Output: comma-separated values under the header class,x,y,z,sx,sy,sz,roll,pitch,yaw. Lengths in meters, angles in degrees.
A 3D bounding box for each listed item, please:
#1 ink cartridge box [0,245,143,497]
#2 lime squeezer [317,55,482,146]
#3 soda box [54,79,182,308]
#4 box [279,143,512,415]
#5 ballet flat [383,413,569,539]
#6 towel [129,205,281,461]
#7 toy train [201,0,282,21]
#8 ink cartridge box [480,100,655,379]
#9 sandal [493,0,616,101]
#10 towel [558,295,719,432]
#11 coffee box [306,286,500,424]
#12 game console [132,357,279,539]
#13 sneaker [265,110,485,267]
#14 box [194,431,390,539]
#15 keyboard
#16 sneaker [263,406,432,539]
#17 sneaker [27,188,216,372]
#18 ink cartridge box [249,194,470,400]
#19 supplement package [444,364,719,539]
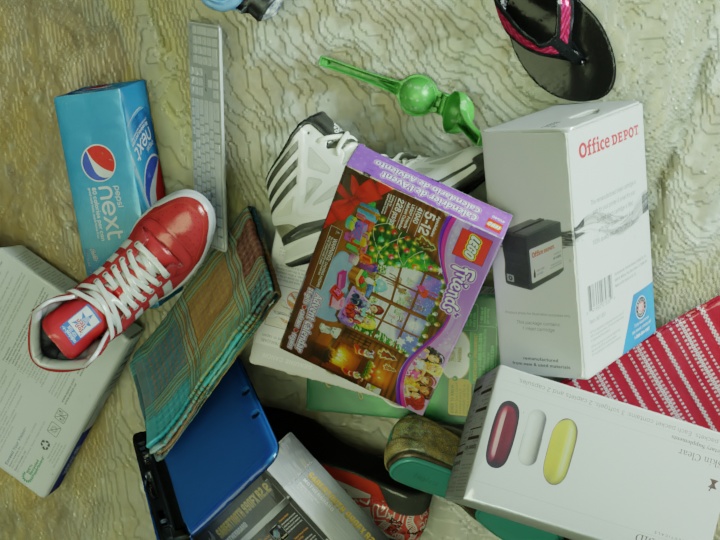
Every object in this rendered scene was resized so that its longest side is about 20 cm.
class,x,y,z,sx,sy,sz,roll,pitch,yaw
ink cartridge box,-0.334,0.083,1.611,0.199,0.043,0.197,35,111,7
lime squeezer,0.051,-0.141,1.435,0.199,0.070,0.038,32,127,38
soda box,-0.219,-0.067,1.527,0.067,0.064,0.202,-5,103,17
box,0.025,0.011,1.361,0.136,0.039,0.201,24,128,4
ballet flat,0.108,0.185,1.492,0.199,0.071,0.071,29,112,-21
towel,-0.142,0.053,1.503,0.022,0.147,0.201,25,114,-29
toy train,-0.129,-0.306,1.433,0.200,0.087,0.114,42,105,2
ink cartridge box,0.173,-0.029,1.376,0.083,0.145,0.202,3,105,34
sandal,0.142,-0.225,1.396,0.075,0.045,0.201,-30,94,20
towel,0.269,0.123,1.461,0.199,0.022,0.145,-30,96,22
coffee box,0.050,0.070,1.496,0.198,0.044,0.124,3,102,15
game console,-0.130,0.203,1.498,0.117,0.200,0.172,-14,115,-9
sneaker,0.005,-0.089,1.399,0.199,0.076,0.116,-22,87,19
box,-0.063,0.255,1.524,0.158,0.048,0.200,47,140,4
keyboard,-0.136,-0.120,1.502,0.011,0.056,0.202,-8,106,-28
sneaker,-0.034,0.208,1.543,0.200,0.067,0.109,21,118,16
sneaker,-0.209,0.015,1.451,0.071,0.112,0.200,45,111,0
ink cartridge box,0.000,0.000,1.468,0.159,0.050,0.202,14,98,17
supplement package,0.183,0.163,1.370,0.198,0.156,0.112,16,82,0
